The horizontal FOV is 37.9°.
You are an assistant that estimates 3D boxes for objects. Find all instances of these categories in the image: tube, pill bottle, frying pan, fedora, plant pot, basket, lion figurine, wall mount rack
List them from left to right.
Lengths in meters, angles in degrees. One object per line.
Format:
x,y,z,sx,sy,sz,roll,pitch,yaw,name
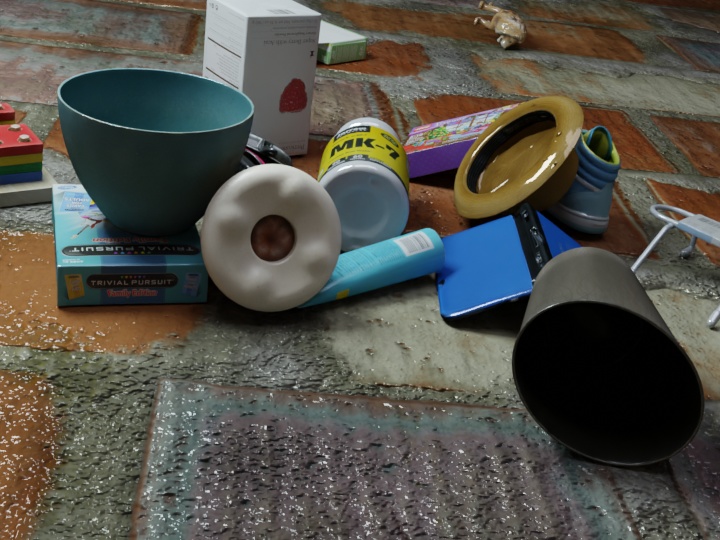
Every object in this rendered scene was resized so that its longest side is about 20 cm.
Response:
-0.216,-0.117,1.098,0.197,0.136,0.201,8,26,-4,plant pot
-0.138,-0.160,1.329,0.114,0.031,0.190,24,-6,7,frying pan
0.000,0.000,1.144,0.198,0.051,0.077,-16,22,-29,tube
0.004,-0.111,1.285,0.113,0.116,0.201,8,26,-2,pill bottle
0.317,-0.532,2.259,0.121,0.073,0.200,24,25,14,lion figurine
0.211,-0.128,1.330,0.082,0.200,0.201,42,11,-30,fedora
0.222,0.064,0.985,0.180,0.136,0.200,36,20,-6,basket
0.416,-0.008,1.258,0.199,0.075,0.173,29,30,36,wall mount rack

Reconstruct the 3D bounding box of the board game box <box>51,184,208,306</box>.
-0.252,-0.033,1.127,0.149,0.047,0.200,-1,28,-18,board game box

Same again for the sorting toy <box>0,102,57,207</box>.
-0.487,-0.144,1.251,0.197,0.070,0.200,-10,32,-32,sorting toy

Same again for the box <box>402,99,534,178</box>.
0.158,-0.186,1.475,0.198,0.039,0.137,-11,20,19,box

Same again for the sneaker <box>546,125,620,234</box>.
0.274,-0.145,1.407,0.079,0.132,0.200,-2,28,-37,sneaker

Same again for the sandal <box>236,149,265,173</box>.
-0.144,-0.121,1.302,0.045,0.076,0.200,-15,31,-24,sandal

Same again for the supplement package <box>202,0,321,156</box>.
-0.141,-0.269,1.453,0.120,0.202,0.120,-11,32,-34,supplement package

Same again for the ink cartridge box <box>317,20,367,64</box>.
-0.105,-0.424,1.944,0.199,0.048,0.145,-19,37,-42,ink cartridge box

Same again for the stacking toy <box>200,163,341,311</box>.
-0.112,-0.041,1.122,0.144,0.148,0.200,-1,7,-18,stacking toy

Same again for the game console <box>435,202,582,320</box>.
0.186,0.018,1.191,0.170,0.118,0.201,36,22,-16,game console
